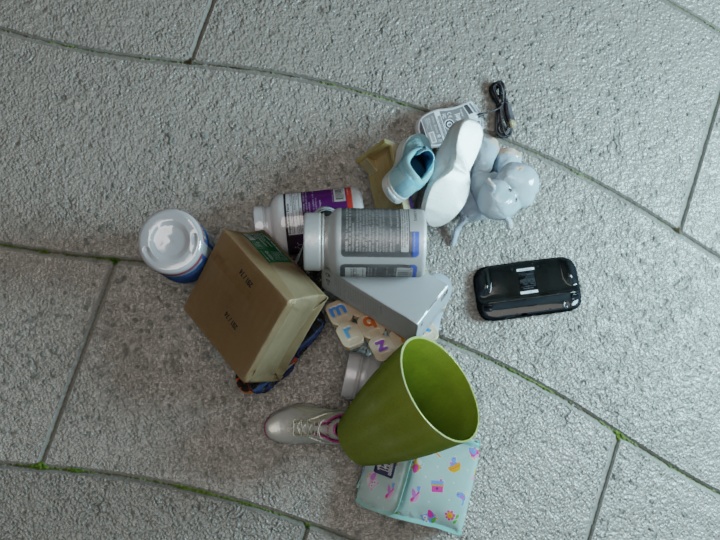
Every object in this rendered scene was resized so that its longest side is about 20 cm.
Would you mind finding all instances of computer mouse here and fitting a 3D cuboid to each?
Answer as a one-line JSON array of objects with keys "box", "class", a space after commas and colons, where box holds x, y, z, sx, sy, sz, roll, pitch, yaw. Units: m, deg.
[{"box": [0.194, -0.286, 1.688, 0.199, 0.044, 0.110, -17, 89, -9], "class": "computer mouse"}]

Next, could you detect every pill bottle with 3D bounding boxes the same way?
[{"box": [-0.315, -0.036, 1.561, 0.111, 0.200, 0.113, 0, 81, 0], "class": "pill bottle"}, {"box": [-0.092, -0.088, 1.620, 0.199, 0.112, 0.113, -6, 84, -2], "class": "pill bottle"}, {"box": [0.069, 0.206, 1.592, 0.199, 0.112, 0.113, 12, 83, -1], "class": "pill bottle"}, {"box": [0.006, -0.046, 1.457, 0.199, 0.114, 0.115, 1, 84, -1], "class": "pill bottle"}]

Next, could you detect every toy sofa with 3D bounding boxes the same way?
[{"box": [0.067, -0.128, 1.602, 0.097, 0.083, 0.201, 11, 59, -41], "class": "toy sofa"}]

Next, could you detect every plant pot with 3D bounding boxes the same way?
[{"box": [0.061, 0.238, 1.466, 0.200, 0.187, 0.188, -37, 85, 31], "class": "plant pot"}]

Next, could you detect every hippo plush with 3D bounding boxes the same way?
[{"box": [0.230, -0.156, 1.598, 0.199, 0.161, 0.160, -33, 101, -6], "class": "hippo plush"}]

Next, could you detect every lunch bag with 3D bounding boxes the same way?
[{"box": [0.101, 0.359, 1.574, 0.199, 0.122, 0.171, 14, 87, 8], "class": "lunch bag"}]

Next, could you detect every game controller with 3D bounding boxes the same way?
[{"box": [0.313, 0.034, 1.662, 0.199, 0.042, 0.105, -7, 70, -3], "class": "game controller"}]

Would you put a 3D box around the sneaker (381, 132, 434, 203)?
[{"box": [0.105, -0.189, 1.548, 0.082, 0.200, 0.074, -28, 114, 35], "class": "sneaker"}]

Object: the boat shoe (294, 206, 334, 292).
[{"box": [-0.080, -0.016, 1.563, 0.068, 0.057, 0.201, 10, 116, -10], "class": "boat shoe"}]

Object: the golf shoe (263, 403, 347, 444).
[{"box": [-0.076, 0.277, 1.591, 0.199, 0.092, 0.076, -3, 85, -1], "class": "golf shoe"}]

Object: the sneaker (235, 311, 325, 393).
[{"box": [-0.141, 0.147, 1.611, 0.200, 0.078, 0.075, -42, 62, 0], "class": "sneaker"}]

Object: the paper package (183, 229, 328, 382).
[{"box": [-0.182, 0.057, 1.523, 0.200, 0.103, 0.191, 45, 116, 29], "class": "paper package"}]

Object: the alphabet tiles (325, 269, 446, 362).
[{"box": [0.044, 0.066, 1.547, 0.199, 0.015, 0.196, -22, 56, -12], "class": "alphabet tiles"}]

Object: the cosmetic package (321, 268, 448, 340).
[{"box": [0.041, 0.028, 1.519, 0.199, 0.074, 0.102, 33, 61, 19], "class": "cosmetic package"}]

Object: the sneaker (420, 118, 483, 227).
[{"box": [0.153, -0.172, 1.578, 0.075, 0.088, 0.201, 25, 87, -25], "class": "sneaker"}]

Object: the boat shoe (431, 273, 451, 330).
[{"box": [0.106, 0.093, 1.591, 0.068, 0.057, 0.201, 37, 57, -10], "class": "boat shoe"}]
